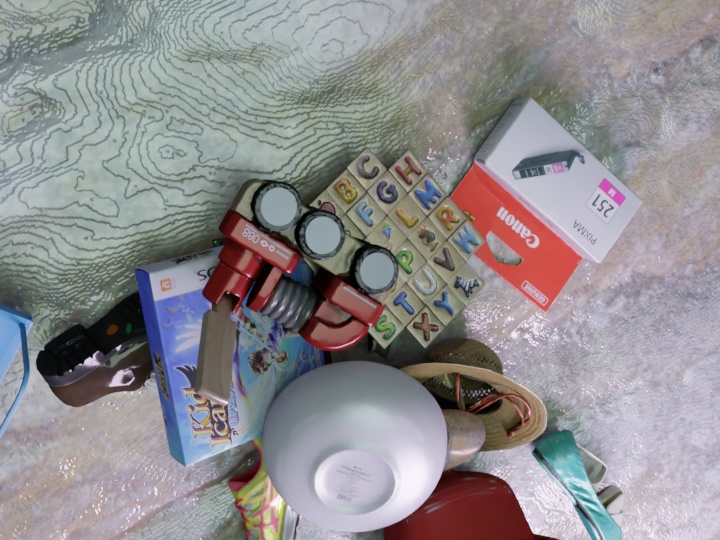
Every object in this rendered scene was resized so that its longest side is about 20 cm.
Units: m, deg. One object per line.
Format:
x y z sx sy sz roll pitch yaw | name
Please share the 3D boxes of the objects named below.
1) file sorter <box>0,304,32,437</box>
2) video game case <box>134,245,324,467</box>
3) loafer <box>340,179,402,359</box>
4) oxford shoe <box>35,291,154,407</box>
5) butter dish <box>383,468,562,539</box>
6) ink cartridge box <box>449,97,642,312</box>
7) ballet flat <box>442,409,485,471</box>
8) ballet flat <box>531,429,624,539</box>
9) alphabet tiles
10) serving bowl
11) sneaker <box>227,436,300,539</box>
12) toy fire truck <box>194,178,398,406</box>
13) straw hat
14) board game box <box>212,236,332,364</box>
-0.406 0.090 0.743 0.198 0.123 0.140 27 101 -33 | file sorter
-0.127 0.076 0.890 0.179 0.045 0.204 -16 105 -32 | video game case
0.000 0.000 0.951 0.068 0.075 0.205 -10 93 -9 | loafer
-0.236 0.078 0.908 0.197 0.073 0.085 -26 133 -14 | oxford shoe
0.103 0.282 0.986 0.195 0.200 0.151 -14 81 -13 | butter dish
0.210 -0.071 1.005 0.199 0.044 0.175 37 88 -18 | ink cartridge box
0.040 0.197 0.951 0.196 0.067 0.070 -15 74 17 | ballet flat
0.293 0.282 1.076 0.070 0.067 0.201 -35 106 2 | ballet flat
0.038 -0.023 0.918 0.166 0.006 0.200 -44 100 -9 | alphabet tiles
-0.006 0.195 0.872 0.195 0.066 0.204 0 118 0 | serving bowl
-0.112 0.267 0.970 0.088 0.078 0.204 14 91 -9 | sneaker
-0.076 0.035 0.822 0.174 0.129 0.202 32 89 -17 | toy fire truck
0.119 0.128 0.991 0.199 0.201 0.086 28 50 -17 | straw hat
-0.093 0.051 0.958 0.101 0.019 0.204 -15 104 -13 | board game box
